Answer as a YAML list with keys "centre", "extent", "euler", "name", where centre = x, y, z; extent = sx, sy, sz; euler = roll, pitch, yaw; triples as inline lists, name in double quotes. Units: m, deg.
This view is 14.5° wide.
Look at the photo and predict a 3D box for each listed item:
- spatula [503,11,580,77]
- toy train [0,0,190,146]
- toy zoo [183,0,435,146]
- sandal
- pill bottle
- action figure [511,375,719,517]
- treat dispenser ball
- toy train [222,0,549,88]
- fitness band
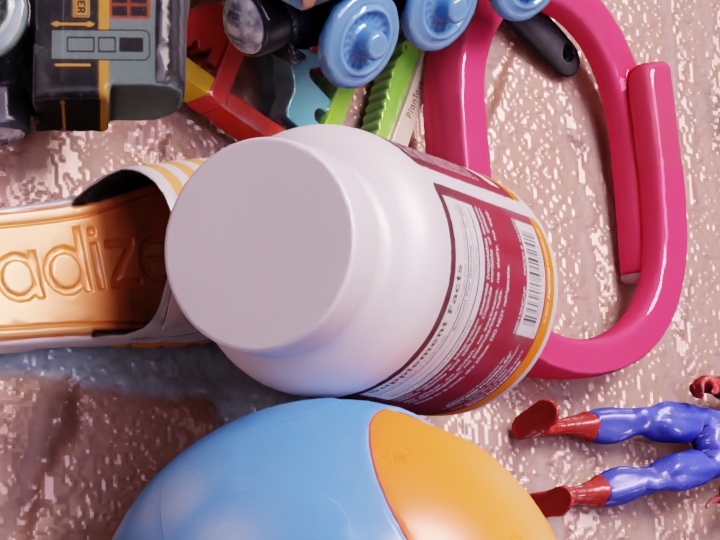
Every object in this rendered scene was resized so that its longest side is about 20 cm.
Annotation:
- centre: [0.037, -0.159, 1.374]
  extent: [0.200, 0.021, 0.057]
  euler: [39, 57, -21]
  name: "spatula"
- centre: [-0.129, -0.150, 1.198]
  extent: [0.113, 0.085, 0.201]
  euler: [1, 77, -7]
  name: "toy train"
- centre: [-0.048, -0.127, 1.293]
  extent: [0.200, 0.020, 0.132]
  euler: [35, 60, -28]
  name: "toy zoo"
- centre: [-0.101, -0.004, 1.208]
  extent: [0.206, 0.059, 0.080]
  euler: [-12, 84, -37]
  name: "sandal"
- centre: [0.000, 0.000, 1.195]
  extent: [0.200, 0.112, 0.114]
  euler: [16, 64, -65]
  name: "pill bottle"
- centre: [0.167, 0.085, 1.380]
  extent: [0.199, 0.052, 0.066]
  euler: [-3, 75, -38]
  name: "action figure"
- centre: [-0.010, 0.152, 1.139]
  extent: [0.200, 0.201, 0.202]
  euler: [11, 71, -32]
  name: "treat dispenser ball"
- centre: [0.018, -0.160, 1.264]
  extent: [0.199, 0.086, 0.115]
  euler: [-24, 128, -37]
  name: "toy train"
- centre: [0.093, -0.048, 1.361]
  extent: [0.143, 0.037, 0.201]
  euler: [-1, 82, -38]
  name: "fitness band"
